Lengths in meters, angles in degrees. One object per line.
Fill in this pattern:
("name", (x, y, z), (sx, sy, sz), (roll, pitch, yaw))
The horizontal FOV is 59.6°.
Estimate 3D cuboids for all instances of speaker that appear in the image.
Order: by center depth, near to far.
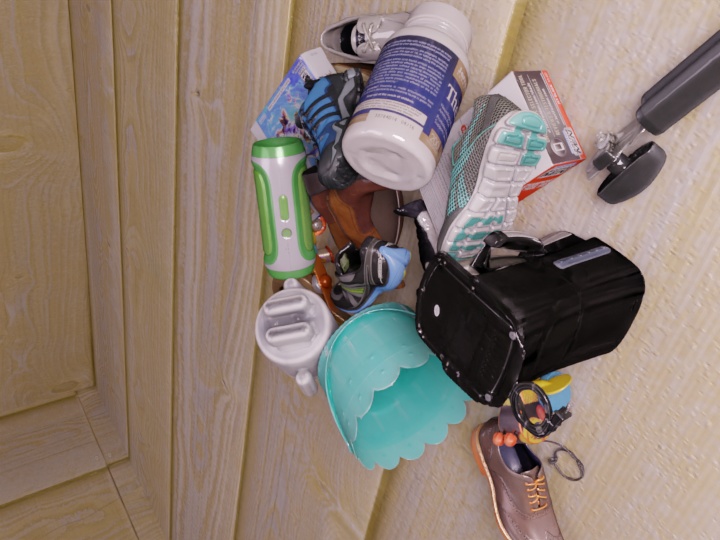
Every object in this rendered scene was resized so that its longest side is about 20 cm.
("speaker", (-0.114, -0.093, 0.945), (0.088, 0.088, 0.203), (24, 125, 49))

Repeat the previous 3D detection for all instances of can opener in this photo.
("can opener", (0.280, -0.141, 0.566), (0.066, 0.053, 0.200), (35, 141, -2))

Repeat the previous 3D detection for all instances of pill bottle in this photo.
("pill bottle", (0.062, -0.204, 0.723), (0.110, 0.110, 0.202), (-9, 54, 55))

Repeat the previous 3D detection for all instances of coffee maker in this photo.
("coffee maker", (0.183, 0.055, 0.629), (0.194, 0.198, 0.135), (63, 146, 22))

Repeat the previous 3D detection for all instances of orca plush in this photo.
("orca plush", (0.091, 0.012, 0.803), (0.071, 0.105, 0.202), (-31, 89, 26))

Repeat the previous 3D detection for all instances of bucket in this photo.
("bucket", (0.045, 0.153, 0.870), (0.135, 0.205, 0.209), (46, 136, 43))

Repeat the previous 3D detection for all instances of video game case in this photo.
("video game case", (-0.067, -0.195, 0.943), (0.182, 0.045, 0.200), (55, 144, -1))

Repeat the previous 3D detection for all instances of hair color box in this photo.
("hair color box", (0.151, -0.128, 0.734), (0.200, 0.063, 0.112), (-35, 72, 55))

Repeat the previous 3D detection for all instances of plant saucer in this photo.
("plant saucer", (0.007, -0.104, 0.977), (0.199, 0.032, 0.203), (26, 122, 49))

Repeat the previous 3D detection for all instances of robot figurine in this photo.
("robot figurine", (-0.088, 0.098, 0.936), (0.200, 0.111, 0.172), (70, -166, -69))

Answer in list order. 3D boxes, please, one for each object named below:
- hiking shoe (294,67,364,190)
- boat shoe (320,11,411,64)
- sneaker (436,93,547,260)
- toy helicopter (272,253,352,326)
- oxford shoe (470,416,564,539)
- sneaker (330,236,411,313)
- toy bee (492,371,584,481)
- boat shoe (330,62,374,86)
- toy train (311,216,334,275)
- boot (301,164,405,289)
("hiking shoe", (-0.041, -0.173, 0.790), (0.075, 0.085, 0.202), (72, -161, -47))
("boat shoe", (0.017, -0.318, 0.858), (0.199, 0.065, 0.073), (29, 124, 47))
("sneaker", (0.128, -0.097, 0.678), (0.092, 0.077, 0.201), (64, 144, 42))
("toy helicopter", (-0.057, 0.057, 1.046), (0.199, 0.079, 0.133), (32, 130, 3))
("oxford shoe", (0.203, 0.280, 0.781), (0.202, 0.071, 0.073), (63, 155, 19))
("sneaker", (0.000, 0.000, 0.845), (0.082, 0.071, 0.200), (32, 155, -8))
("toy bee", (0.196, 0.155, 0.727), (0.202, 0.108, 0.131), (62, 141, 20))
("boat shoe", (0.021, -0.244, 0.877), (0.199, 0.072, 0.073), (31, 124, 39))
("toy train", (-0.086, -0.082, 1.097), (0.151, 0.055, 0.202), (-110, 10, -55))
("boot", (0.013, -0.055, 0.876), (0.187, 0.068, 0.202), (-2, 120, 44))
